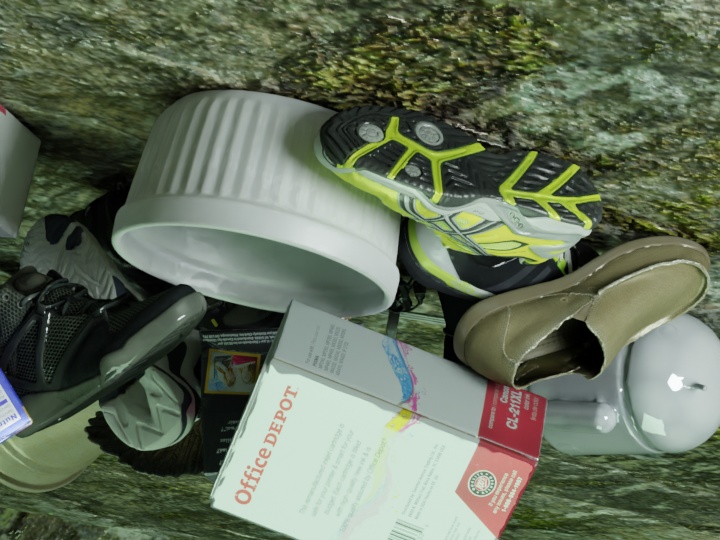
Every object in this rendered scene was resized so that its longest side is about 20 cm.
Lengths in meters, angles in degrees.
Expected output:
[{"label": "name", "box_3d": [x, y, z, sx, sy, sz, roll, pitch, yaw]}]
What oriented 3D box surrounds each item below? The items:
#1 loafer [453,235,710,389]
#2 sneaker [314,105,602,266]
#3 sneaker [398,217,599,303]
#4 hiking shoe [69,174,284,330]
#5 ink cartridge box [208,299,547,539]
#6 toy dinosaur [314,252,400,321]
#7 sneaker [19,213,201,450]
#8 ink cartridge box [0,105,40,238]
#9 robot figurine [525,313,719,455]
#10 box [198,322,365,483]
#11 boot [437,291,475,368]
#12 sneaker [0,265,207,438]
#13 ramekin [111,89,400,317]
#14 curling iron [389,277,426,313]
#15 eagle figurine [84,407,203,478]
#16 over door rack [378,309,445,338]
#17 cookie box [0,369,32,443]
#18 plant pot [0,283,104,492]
[{"label": "loafer", "box_3d": [0.165, 0.038, 1.617, 0.200, 0.067, 0.076, -21, 138, -13]}, {"label": "sneaker", "box_3d": [0.058, -0.046, 1.504, 0.200, 0.075, 0.076, 19, 136, -18]}, {"label": "sneaker", "box_3d": [0.118, -0.012, 1.625, 0.200, 0.072, 0.083, 9, 145, -40]}, {"label": "hiking shoe", "box_3d": [-0.131, -0.004, 1.809, 0.200, 0.076, 0.101, 26, 141, -25]}, {"label": "ink cartridge box", "box_3d": [0.012, 0.127, 1.617, 0.200, 0.083, 0.146, 22, 123, -3]}, {"label": "toy dinosaur", "box_3d": [0.000, 0.000, 1.736, 0.047, 0.088, 0.200, 49, -173, 1]}, {"label": "sneaker", "box_3d": [-0.183, 0.047, 1.779, 0.199, 0.079, 0.130, 51, -171, 10]}, {"label": "ink cartridge box", "box_3d": [-0.359, -0.092, 1.679, 0.200, 0.083, 0.147, 7, 164, 19]}, {"label": "robot figurine", "box_3d": [0.215, 0.091, 1.841, 0.200, 0.113, 0.170, -5, -161, 44]}, {"label": "box", "box_3d": [-0.053, 0.111, 1.791, 0.132, 0.115, 0.200, -3, 172, 1]}, {"label": "boot", "box_3d": [0.084, 0.067, 1.765, 0.073, 0.163, 0.198, 6, 164, 17]}, {"label": "sneaker", "box_3d": [-0.203, 0.036, 1.657, 0.199, 0.114, 0.076, -29, 178, 38]}, {"label": "ramekin", "box_3d": [-0.064, -0.047, 1.577, 0.200, 0.105, 0.200, 11, 166, 3]}, {"label": "curling iron", "box_3d": [-0.009, -0.015, 1.813, 0.050, 0.026, 0.200, -21, 145, 26]}, {"label": "eagle figurine", "box_3d": [-0.128, 0.115, 1.986, 0.151, 0.152, 0.200, -42, 139, 16]}, {"label": "over door rack", "box_3d": [0.024, 0.073, 1.979, 0.147, 0.067, 0.200, 10, 171, 1]}, {"label": "cookie box", "box_3d": [-0.337, 0.055, 1.679, 0.200, 0.075, 0.171, 59, 157, -2]}, {"label": "plant pot", "box_3d": [-0.250, 0.090, 2.109, 0.183, 0.201, 0.200, -17, 150, 38]}]
